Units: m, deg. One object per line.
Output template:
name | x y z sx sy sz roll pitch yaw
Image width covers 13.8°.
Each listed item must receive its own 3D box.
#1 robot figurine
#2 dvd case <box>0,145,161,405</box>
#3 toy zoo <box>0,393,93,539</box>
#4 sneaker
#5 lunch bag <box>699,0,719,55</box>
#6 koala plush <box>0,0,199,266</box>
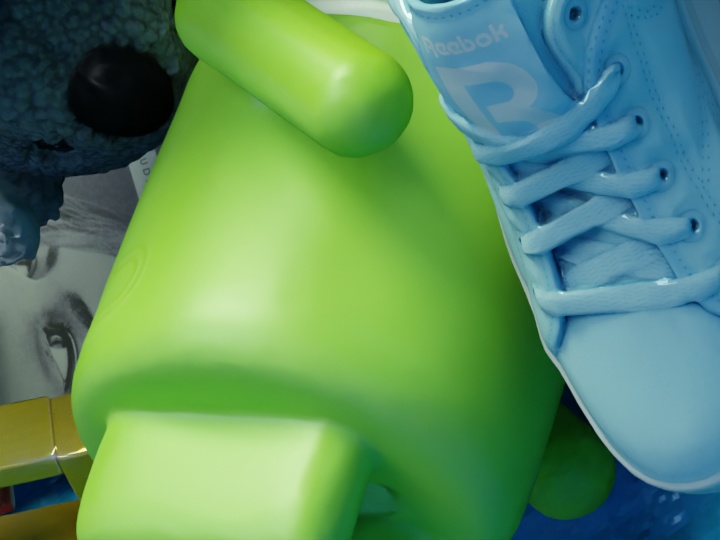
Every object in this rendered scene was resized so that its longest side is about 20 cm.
robot figurine | 0.000 0.000 0.745 0.115 0.176 0.201 -1 53 31
dvd case | -0.128 -0.012 0.933 0.199 0.016 0.149 -18 88 34
toy zoo | -0.124 0.086 0.814 0.199 0.131 0.021 -13 57 4
sneaker | 0.039 -0.041 0.642 0.074 0.082 0.201 -14 94 38
lunch bag | 0.137 -0.059 0.671 0.199 0.077 0.161 -24 87 32
koala plush | -0.105 -0.089 0.774 0.184 0.200 0.178 41 97 37
